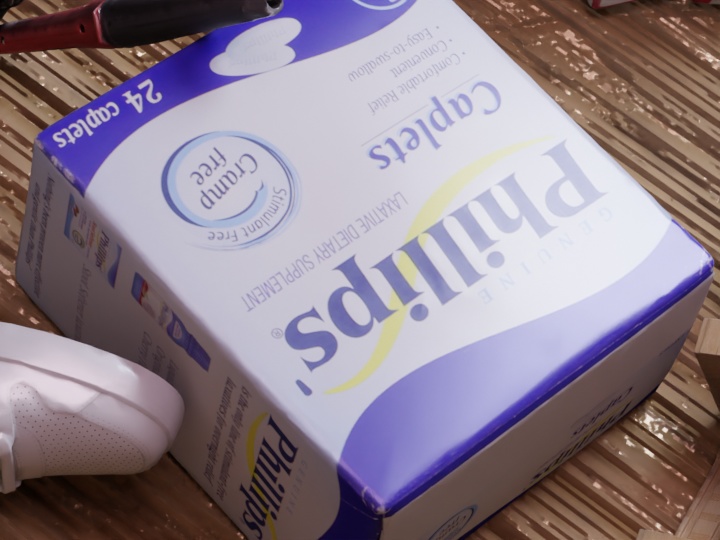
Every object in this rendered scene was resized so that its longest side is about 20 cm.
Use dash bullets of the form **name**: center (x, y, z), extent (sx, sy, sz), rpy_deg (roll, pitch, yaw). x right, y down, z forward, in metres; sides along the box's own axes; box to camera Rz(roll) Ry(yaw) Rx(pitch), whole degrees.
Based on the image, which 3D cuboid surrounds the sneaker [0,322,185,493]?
- **sneaker**: center (-0.170, 0.076, 0.931), extent (0.199, 0.074, 0.116), rpy_deg (8, 56, 4)

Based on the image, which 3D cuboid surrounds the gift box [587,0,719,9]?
- **gift box**: center (0.176, -0.240, 1.150), extent (0.200, 0.185, 0.187), rpy_deg (-16, 59, -15)

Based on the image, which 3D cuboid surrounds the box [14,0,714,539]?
- **box**: center (0.000, 0.000, 0.996), extent (0.184, 0.105, 0.200), rpy_deg (-34, 70, -29)

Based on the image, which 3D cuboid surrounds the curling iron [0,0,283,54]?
- **curling iron**: center (-0.104, -0.104, 1.014), extent (0.200, 0.050, 0.026), rpy_deg (8, 51, 44)

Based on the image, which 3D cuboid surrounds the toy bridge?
- **toy bridge**: center (0.151, 0.042, 1.020), extent (0.027, 0.067, 0.200), rpy_deg (8, 63, 25)
